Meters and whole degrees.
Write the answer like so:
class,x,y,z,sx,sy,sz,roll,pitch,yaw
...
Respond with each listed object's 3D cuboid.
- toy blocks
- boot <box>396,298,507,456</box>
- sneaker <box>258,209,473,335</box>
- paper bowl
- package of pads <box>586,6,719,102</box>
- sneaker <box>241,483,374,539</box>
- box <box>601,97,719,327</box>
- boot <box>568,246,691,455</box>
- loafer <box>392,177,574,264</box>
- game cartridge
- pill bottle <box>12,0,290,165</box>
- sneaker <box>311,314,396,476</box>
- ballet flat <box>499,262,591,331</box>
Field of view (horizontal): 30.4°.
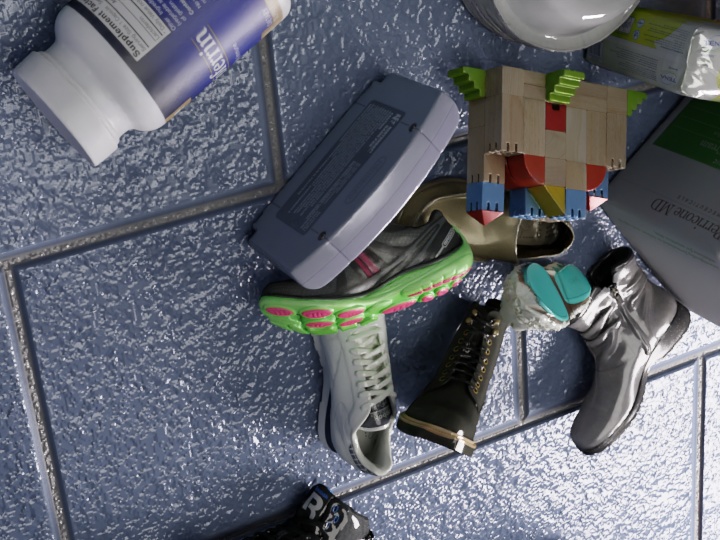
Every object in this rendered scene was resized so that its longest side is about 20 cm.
class,x,y,z,sx,sy,sz,roll,pitch,yaw
toy blocks,0.172,-0.106,1.221,0.199,0.100,0.138,4,85,-32
boot,0.095,0.093,1.251,0.077,0.200,0.139,22,94,3
sneaker,0.000,0.000,1.180,0.198,0.084,0.077,-17,161,-17
paper bowl,0.186,-0.295,1.180,0.199,0.104,0.202,-11,113,-26
package of pads,0.338,-0.204,1.273,0.199,0.154,0.069,1,109,-30
sneaker,-0.073,0.254,1.271,0.199,0.073,0.113,15,98,-42
box,0.392,-0.047,1.340,0.172,0.199,0.200,-48,124,-4
boot,0.252,0.083,1.400,0.131,0.070,0.201,37,80,-30
loafer,0.123,-0.045,1.262,0.198,0.067,0.077,-6,112,-29
game cartridge,-0.005,-0.077,1.135,0.040,0.133,0.200,42,86,-28
pill bottle,-0.160,-0.180,1.014,0.200,0.116,0.116,-43,124,-8
sneaker,0.003,0.092,1.239,0.076,0.080,0.202,-13,111,-22
ballet flat,0.171,0.033,1.278,0.200,0.071,0.072,-1,114,-65
